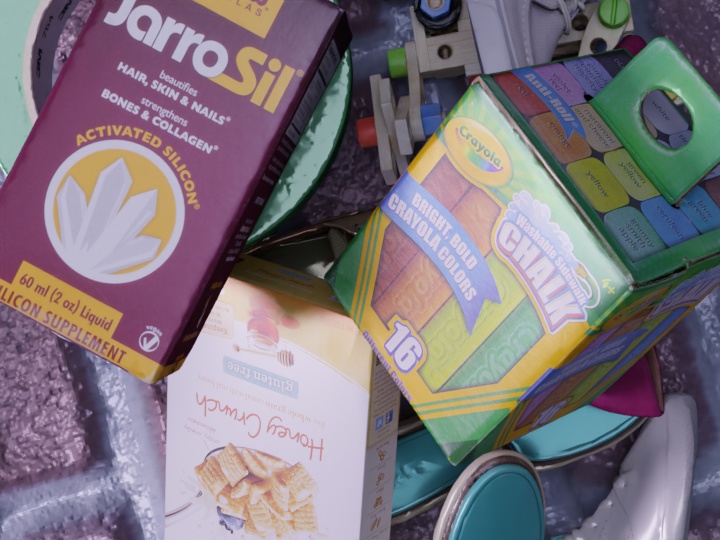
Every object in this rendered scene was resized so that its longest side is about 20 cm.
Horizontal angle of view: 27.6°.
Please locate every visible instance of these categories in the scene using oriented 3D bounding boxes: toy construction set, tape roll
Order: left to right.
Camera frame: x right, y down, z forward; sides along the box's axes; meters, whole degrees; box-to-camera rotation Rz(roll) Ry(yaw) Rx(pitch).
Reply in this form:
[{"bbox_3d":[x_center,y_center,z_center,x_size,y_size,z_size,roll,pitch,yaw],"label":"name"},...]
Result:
[{"bbox_3d":[-0.103,-0.104,0.788,0.199,0.048,0.202,0,92,1],"label":"tape roll"},{"bbox_3d":[0.090,-0.114,0.877,0.198,0.092,0.132,-9,86,-6],"label":"toy construction set"}]

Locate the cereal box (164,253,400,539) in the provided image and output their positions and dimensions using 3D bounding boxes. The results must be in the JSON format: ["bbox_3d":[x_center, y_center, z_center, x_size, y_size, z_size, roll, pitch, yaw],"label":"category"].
[{"bbox_3d":[-0.047,0.098,0.834,0.143,0.039,0.202,16,113,31],"label":"cereal box"}]

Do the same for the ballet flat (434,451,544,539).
[{"bbox_3d":[0.065,0.184,0.838,0.069,0.070,0.202,3,110,5],"label":"ballet flat"}]

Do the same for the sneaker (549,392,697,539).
[{"bbox_3d":[0.146,0.165,0.864,0.088,0.075,0.202,13,89,17],"label":"sneaker"}]

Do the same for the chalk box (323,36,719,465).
[{"bbox_3d":[0.099,-0.021,0.709,0.125,0.123,0.200,54,134,19],"label":"chalk box"}]

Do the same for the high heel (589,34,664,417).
[{"bbox_3d":[0.151,-0.023,0.805,0.096,0.067,0.202,22,111,27],"label":"high heel"}]

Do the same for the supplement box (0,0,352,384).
[{"bbox_3d":[-0.097,-0.059,0.722,0.110,0.086,0.201,27,92,1],"label":"supplement box"}]

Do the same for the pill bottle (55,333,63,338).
[{"bbox_3d":[-0.125,-0.056,0.873,0.200,0.120,0.120,-42,84,2],"label":"pill bottle"}]

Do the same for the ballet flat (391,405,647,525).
[{"bbox_3d":[0.078,0.095,0.874,0.198,0.069,0.070,-18,85,-1],"label":"ballet flat"}]

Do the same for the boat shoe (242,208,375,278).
[{"bbox_3d":[0.000,0.000,0.880,0.198,0.074,0.076,-16,85,4],"label":"boat shoe"}]

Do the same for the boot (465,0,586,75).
[{"bbox_3d":[0.105,-0.162,0.805,0.095,0.074,0.201,-10,62,9],"label":"boot"}]
